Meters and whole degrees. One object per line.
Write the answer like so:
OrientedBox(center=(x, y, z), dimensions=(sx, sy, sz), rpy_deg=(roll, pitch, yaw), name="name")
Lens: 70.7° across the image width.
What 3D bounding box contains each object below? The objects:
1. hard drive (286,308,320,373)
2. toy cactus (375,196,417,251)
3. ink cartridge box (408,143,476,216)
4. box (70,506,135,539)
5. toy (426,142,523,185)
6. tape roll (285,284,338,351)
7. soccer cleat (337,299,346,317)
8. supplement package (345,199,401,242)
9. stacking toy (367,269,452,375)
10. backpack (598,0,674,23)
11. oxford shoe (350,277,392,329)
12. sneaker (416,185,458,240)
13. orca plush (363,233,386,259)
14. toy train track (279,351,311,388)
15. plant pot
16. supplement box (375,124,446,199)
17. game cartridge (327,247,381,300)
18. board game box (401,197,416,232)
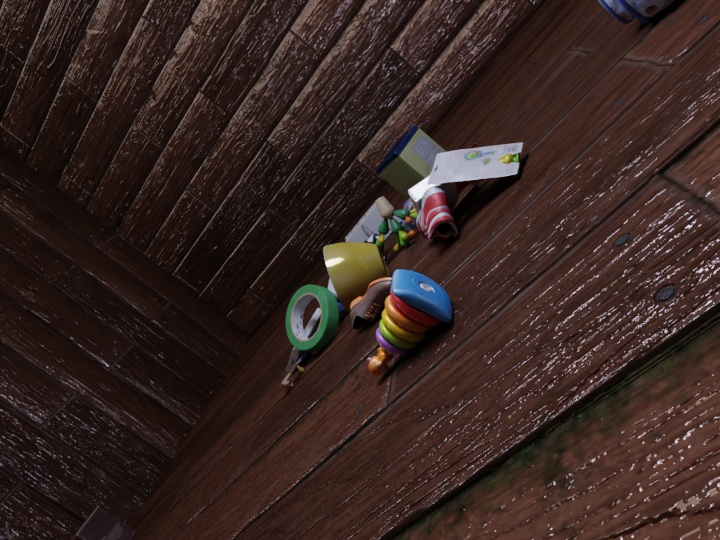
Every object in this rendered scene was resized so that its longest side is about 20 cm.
OrientedBox(center=(-0.185, 0.235, 1.701), dimensions=(0.200, 0.027, 0.132), rpy_deg=(-61, -6, -48), name="hard drive")
OrientedBox(center=(0.107, -0.149, 1.522), dimensions=(0.102, 0.165, 0.200), rpy_deg=(-32, 0, -39), name="toy cactus")
OrientedBox(center=(0.224, -0.204, 1.267), dimensions=(0.200, 0.050, 0.161), rpy_deg=(-33, -26, 4), name="ink cartridge box")
OrientedBox(center=(-1.108, 1.155, 2.147), dimensions=(0.166, 0.200, 0.164), rpy_deg=(-47, 9, 16), name="box")
OrientedBox(center=(0.260, -0.227, 1.142), dimensions=(0.199, 0.047, 0.115), rpy_deg=(-4, 45, 30), name="toy")
OrientedBox(center=(-0.151, 0.145, 1.560), dimensions=(0.200, 0.048, 0.201), rpy_deg=(-15, 68, 42), name="tape roll")
OrientedBox(center=(-0.075, 0.127, 1.659), dimensions=(0.083, 0.065, 0.200), rpy_deg=(-22, -3, -15), name="soccer cleat")
OrientedBox(center=(0.047, -0.157, 1.947), dimensions=(0.200, 0.117, 0.117), rpy_deg=(-50, 9, 6), name="supplement package")
OrientedBox(center=(0.070, 0.109, 0.901), dimensions=(0.200, 0.116, 0.110), rpy_deg=(-62, 4, 22), name="stacking toy")
OrientedBox(center=(0.552, -0.592, 1.005), dimensions=(0.154, 0.200, 0.191), rpy_deg=(-47, 15, 52), name="backpack")
OrientedBox(center=(0.038, 0.084, 1.244), dimensions=(0.200, 0.071, 0.073), rpy_deg=(-47, 28, 48), name="oxford shoe")
OrientedBox(center=(0.180, -0.099, 1.208), dimensions=(0.200, 0.071, 0.113), rpy_deg=(81, 177, -64), name="sneaker")
OrientedBox(center=(0.046, -0.043, 1.660), dimensions=(0.071, 0.105, 0.200), rpy_deg=(-4, 35, 33), name="orca plush")
OrientedBox(center=(-0.188, 0.298, 1.580), dimensions=(0.115, 0.032, 0.200), rpy_deg=(-53, 0, 39), name="toy train track")
OrientedBox(center=(0.000, 0.000, 1.423), dimensions=(0.142, 0.201, 0.200), rpy_deg=(-21, 14, 7), name="plant pot")
OrientedBox(center=(0.193, -0.361, 1.772), dimensions=(0.134, 0.200, 0.200), rpy_deg=(-55, 10, -17), name="supplement box")
OrientedBox(center=(-0.025, 0.004, 1.589), dimensions=(0.133, 0.040, 0.201), rpy_deg=(3, 60, 34), name="game cartridge")
OrientedBox(center=(0.209, -0.231, 1.630), dimensions=(0.200, 0.034, 0.136), rpy_deg=(-44, 22, 37), name="board game box")
